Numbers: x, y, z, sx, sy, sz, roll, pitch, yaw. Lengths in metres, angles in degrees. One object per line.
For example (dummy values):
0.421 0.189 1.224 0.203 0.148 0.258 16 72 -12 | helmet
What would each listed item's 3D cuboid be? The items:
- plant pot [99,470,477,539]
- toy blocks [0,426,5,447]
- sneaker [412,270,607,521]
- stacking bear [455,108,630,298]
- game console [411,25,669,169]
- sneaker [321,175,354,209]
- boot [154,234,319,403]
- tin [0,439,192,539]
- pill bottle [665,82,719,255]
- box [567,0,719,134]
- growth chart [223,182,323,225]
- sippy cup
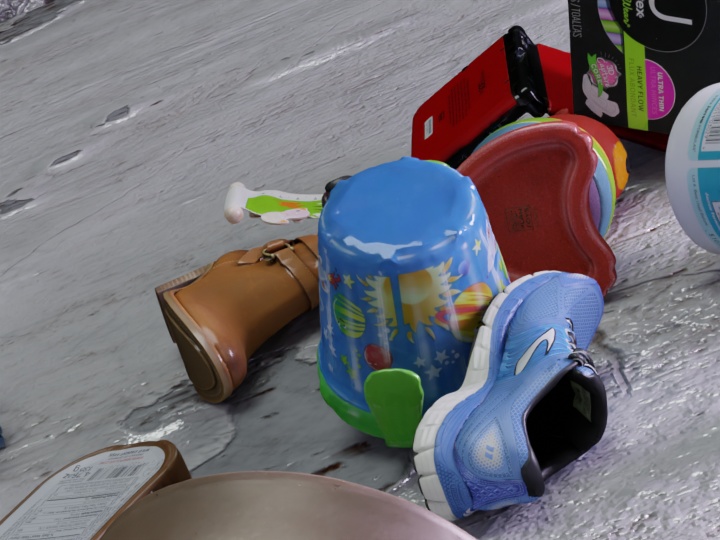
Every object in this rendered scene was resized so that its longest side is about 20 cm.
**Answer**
-0.032 0.206 0.829 0.199 0.201 0.175 -13 39 26 | plant pot
-0.322 0.111 1.546 0.136 0.100 0.200 -15 16 -16 | toy blocks
0.105 0.070 1.201 0.089 0.079 0.200 -3 34 29 | sneaker
0.130 -0.057 1.468 0.113 0.122 0.200 -7 13 19 | stacking bear
0.138 -0.108 1.674 0.172 0.119 0.200 -40 14 14 | game console
0.000 0.000 1.427 0.075 0.116 0.200 -19 18 9 | sneaker
-0.061 0.019 1.520 0.154 0.074 0.200 -20 21 -7 | boot
-0.178 0.165 1.297 0.112 0.042 0.200 -14 20 35 | tin
0.288 -0.062 1.284 0.111 0.111 0.200 -35 23 -34 | pill bottle
0.261 -0.181 1.513 0.199 0.149 0.124 12 35 30 | box
-0.010 -0.052 1.627 0.199 0.018 0.145 -2 11 -10 | growth chart
0.031 0.010 1.278 0.139 0.131 0.178 -26 43 -15 | sippy cup
